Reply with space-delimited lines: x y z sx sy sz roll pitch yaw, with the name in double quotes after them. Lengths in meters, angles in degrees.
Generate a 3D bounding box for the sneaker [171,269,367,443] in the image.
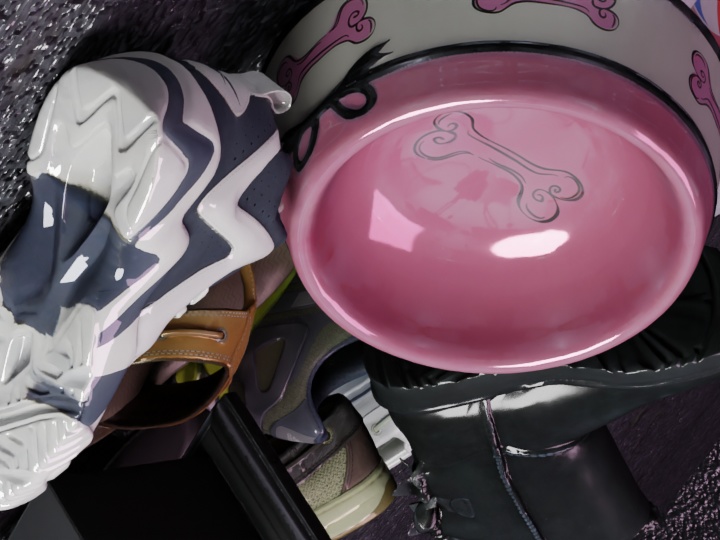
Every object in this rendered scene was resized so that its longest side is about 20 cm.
0.000 0.000 1.200 0.200 0.081 0.074 -54 162 -14 "sneaker"

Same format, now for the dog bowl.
0.054 -0.037 1.033 0.200 0.199 0.074 114 -17 -45 "dog bowl"

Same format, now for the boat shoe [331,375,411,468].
0.037 0.072 1.378 0.200 0.067 0.073 -32 158 36 "boat shoe"

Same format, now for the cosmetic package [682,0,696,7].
0.128 -0.226 0.983 0.200 0.123 0.199 -51 165 7 "cosmetic package"

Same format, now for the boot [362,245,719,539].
0.103 0.074 1.169 0.163 0.198 0.074 67 17 -45 "boot"

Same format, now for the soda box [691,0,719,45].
0.140 -0.122 1.284 0.200 0.070 0.063 -29 -172 -40 "soda box"

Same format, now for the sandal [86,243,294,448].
-0.087 0.039 1.096 0.200 0.054 0.080 -40 152 -28 "sandal"

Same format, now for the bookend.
-0.145 0.158 1.021 0.200 0.092 0.199 -6 140 -42 "bookend"

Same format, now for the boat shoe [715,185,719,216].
0.196 -0.078 1.313 0.086 0.075 0.202 -27 176 -1 "boat shoe"

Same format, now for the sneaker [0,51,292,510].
-0.085 0.001 0.978 0.129 0.079 0.200 -15 132 -52 "sneaker"

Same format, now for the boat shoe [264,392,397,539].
-0.082 0.119 1.196 0.200 0.066 0.072 -24 -170 -12 "boat shoe"

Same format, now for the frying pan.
-0.116 0.094 1.207 0.115 0.031 0.190 -51 151 -6 "frying pan"
